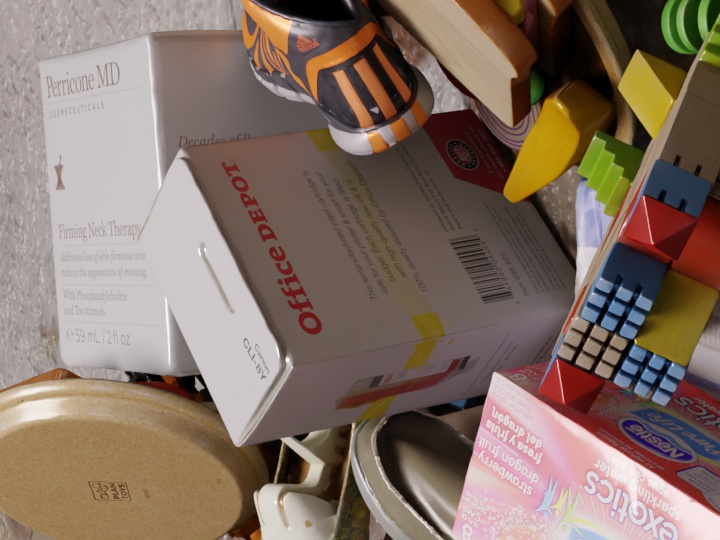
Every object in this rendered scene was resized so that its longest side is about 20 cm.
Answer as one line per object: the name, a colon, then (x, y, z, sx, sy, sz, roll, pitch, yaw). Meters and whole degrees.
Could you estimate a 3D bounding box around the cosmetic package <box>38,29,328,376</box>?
cosmetic package: (-0.089, -0.043, 1.270, 0.167, 0.166, 0.200, -1, 94, 58)

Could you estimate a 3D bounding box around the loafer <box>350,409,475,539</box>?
loafer: (0.080, 0.137, 1.082, 0.200, 0.075, 0.070, 40, 142, 16)

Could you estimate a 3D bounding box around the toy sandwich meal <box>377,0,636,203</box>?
toy sandwich meal: (0.061, -0.117, 1.026, 0.205, 0.070, 0.205, 46, 164, 17)

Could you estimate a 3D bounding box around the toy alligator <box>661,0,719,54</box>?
toy alligator: (0.194, -0.114, 0.905, 0.200, 0.054, 0.059, 7, 102, 58)

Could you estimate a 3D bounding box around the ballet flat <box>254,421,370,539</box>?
ballet flat: (-0.026, 0.111, 1.141, 0.071, 0.071, 0.200, 1, 77, 58)

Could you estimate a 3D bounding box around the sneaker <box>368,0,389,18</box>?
sneaker: (0.000, -0.197, 1.209, 0.200, 0.073, 0.085, 11, 81, 58)

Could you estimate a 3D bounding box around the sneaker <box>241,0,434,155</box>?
sneaker: (-0.029, -0.146, 1.091, 0.112, 0.078, 0.200, 58, 171, -31)

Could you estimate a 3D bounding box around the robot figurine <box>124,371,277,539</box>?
robot figurine: (-0.101, 0.108, 1.375, 0.200, 0.058, 0.145, 57, -179, 30)

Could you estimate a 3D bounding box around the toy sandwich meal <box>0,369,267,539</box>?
toy sandwich meal: (-0.151, 0.106, 1.235, 0.205, 0.205, 0.070, 129, 154, -49)

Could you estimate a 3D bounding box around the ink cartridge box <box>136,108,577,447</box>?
ink cartridge box: (0.000, 0.000, 1.094, 0.145, 0.200, 0.083, 61, 142, 26)

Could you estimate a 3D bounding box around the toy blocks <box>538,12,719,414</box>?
toy blocks: (0.133, -0.004, 0.894, 0.100, 0.137, 0.200, 25, 134, 4)

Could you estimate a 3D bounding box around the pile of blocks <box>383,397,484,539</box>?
pile of blocks: (0.048, 0.087, 1.190, 0.062, 0.082, 0.200, 49, -149, -67)

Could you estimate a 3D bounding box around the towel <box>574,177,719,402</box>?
towel: (0.155, 0.057, 1.030, 0.147, 0.024, 0.200, 20, 112, 54)

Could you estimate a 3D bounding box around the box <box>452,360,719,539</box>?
box: (0.151, 0.124, 0.943, 0.200, 0.103, 0.095, 32, 118, 40)
